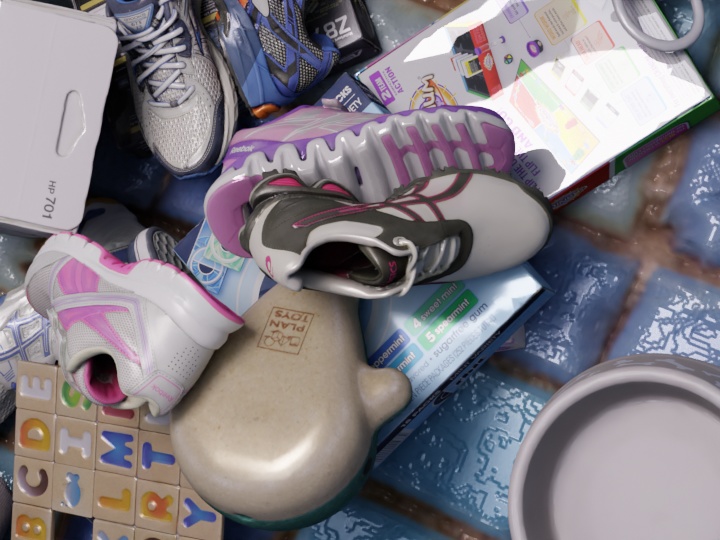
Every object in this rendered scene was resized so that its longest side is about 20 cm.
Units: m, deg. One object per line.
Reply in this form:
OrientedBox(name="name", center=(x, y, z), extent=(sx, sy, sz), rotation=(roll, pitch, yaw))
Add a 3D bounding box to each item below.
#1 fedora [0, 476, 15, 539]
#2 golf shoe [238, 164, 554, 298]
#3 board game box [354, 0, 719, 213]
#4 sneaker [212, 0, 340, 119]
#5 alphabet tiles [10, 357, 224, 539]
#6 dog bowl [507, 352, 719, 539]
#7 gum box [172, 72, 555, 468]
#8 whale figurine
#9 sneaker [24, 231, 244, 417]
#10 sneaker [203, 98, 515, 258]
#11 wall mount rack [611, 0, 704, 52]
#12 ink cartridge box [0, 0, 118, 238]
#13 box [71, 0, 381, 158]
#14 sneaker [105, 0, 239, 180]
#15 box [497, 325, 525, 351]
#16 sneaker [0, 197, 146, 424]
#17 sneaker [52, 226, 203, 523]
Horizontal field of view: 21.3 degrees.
OrientedBox(name="fedora", center=(-0.310, 0.164, 1.353), extent=(0.199, 0.177, 0.090), rotation=(17, 59, 39))
OrientedBox(name="golf shoe", center=(0.028, -0.012, 1.157), extent=(0.199, 0.088, 0.078), rotation=(-3, 121, -16))
OrientedBox(name="board game box", center=(0.117, -0.121, 1.287), extent=(0.200, 0.040, 0.153), rotation=(-32, 75, 13))
OrientedBox(name="sneaker", center=(-0.073, -0.203, 1.272), extent=(0.078, 0.075, 0.201), rotation=(-21, 117, 1))
OrientedBox(name="alphabet tiles", center=(-0.163, 0.137, 1.287), extent=(0.166, 0.008, 0.201), rotation=(8, 99, 25))
OrientedBox(name="dog bowl", center=(0.185, 0.150, 1.223), extent=(0.199, 0.059, 0.201), rotation=(-2, 83, 18))
OrientedBox(name="gum box", center=(0.000, 0.000, 1.269), extent=(0.170, 0.045, 0.200), rotation=(-45, 73, 9))
OrientedBox(name="whale figurine", center=(-0.038, 0.070, 1.213), extent=(0.158, 0.104, 0.201), rotation=(8, 63, 20))
OrientedBox(name="sneaker", center=(-0.162, 0.037, 1.200), extent=(0.200, 0.081, 0.088), rotation=(11, 66, 54))
OrientedBox(name="sneaker", center=(-0.003, -0.075, 1.217), extent=(0.199, 0.081, 0.089), rotation=(-12, 36, 2))
OrientedBox(name="wall mount rack", center=(0.216, -0.244, 1.243), extent=(0.173, 0.075, 0.201), rotation=(-3, 67, -18))
OrientedBox(name="ink cartridge box", center=(-0.236, -0.101, 1.319), extent=(0.085, 0.200, 0.147), rotation=(12, 87, -16))
OrientedBox(name="box", center=(-0.103, -0.193, 1.366), extent=(0.199, 0.049, 0.162), rotation=(-23, 75, 15))
OrientedBox(name="sneaker", center=(-0.141, -0.160, 1.305), extent=(0.077, 0.085, 0.201), rotation=(-15, 80, 17))
OrientedBox(name="box", center=(0.011, 0.046, 1.304), extent=(0.199, 0.041, 0.039), rotation=(-9, 81, 17))
OrientedBox(name="sneaker", center=(-0.215, 0.047, 1.363), extent=(0.088, 0.075, 0.200), rotation=(39, 98, 18))
OrientedBox(name="sneaker", center=(-0.158, 0.083, 1.320), extent=(0.146, 0.077, 0.203), rotation=(-18, 96, 17))
